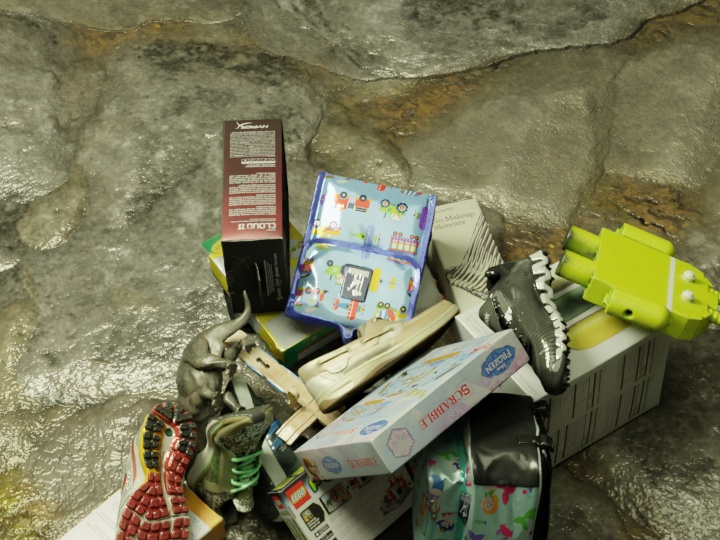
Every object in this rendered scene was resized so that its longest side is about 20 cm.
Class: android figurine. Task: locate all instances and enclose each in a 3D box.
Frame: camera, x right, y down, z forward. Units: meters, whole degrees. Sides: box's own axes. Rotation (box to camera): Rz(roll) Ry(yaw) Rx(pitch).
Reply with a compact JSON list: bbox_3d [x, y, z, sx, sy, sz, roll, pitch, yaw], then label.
[{"bbox_3d":[0.317,0.012,1.538,0.198,0.041,0.182,23,32,5],"label":"android figurine"}]

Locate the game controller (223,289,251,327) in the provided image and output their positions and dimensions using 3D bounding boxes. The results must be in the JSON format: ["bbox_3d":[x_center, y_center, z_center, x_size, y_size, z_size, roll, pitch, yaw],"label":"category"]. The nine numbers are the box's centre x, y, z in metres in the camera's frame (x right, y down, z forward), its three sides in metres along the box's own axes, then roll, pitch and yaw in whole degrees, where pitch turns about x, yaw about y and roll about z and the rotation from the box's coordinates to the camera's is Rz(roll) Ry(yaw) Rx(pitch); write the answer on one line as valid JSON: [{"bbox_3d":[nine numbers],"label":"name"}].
[{"bbox_3d":[-0.076,0.018,1.770,0.198,0.043,0.105,-11,33,-8],"label":"game controller"}]

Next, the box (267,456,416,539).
[{"bbox_3d":[0.006,0.231,1.524,0.199,0.035,0.111,-35,96,-27],"label":"box"}]

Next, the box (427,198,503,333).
[{"bbox_3d":[0.138,0.006,1.741,0.081,0.069,0.201,-13,49,-9],"label":"box"}]

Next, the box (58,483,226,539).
[{"bbox_3d":[-0.258,0.310,1.506,0.119,0.042,0.200,34,60,29],"label":"box"}]

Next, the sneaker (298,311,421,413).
[{"bbox_3d":[0.019,0.124,1.651,0.199,0.075,0.082,-32,66,-15],"label":"sneaker"}]

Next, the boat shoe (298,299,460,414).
[{"bbox_3d":[0.023,0.082,1.550,0.199,0.072,0.065,-33,75,-15],"label":"boat shoe"}]

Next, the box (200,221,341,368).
[{"bbox_3d":[-0.103,0.015,1.710,0.117,0.049,0.200,-29,62,-18],"label":"box"}]

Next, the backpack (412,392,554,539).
[{"bbox_3d":[0.128,0.247,1.429,0.149,0.202,0.178,-3,23,4],"label":"backpack"}]

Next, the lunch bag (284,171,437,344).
[{"bbox_3d":[0.000,0.000,1.654,0.149,0.094,0.202,11,59,4],"label":"lunch bag"}]

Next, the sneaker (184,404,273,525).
[{"bbox_3d":[-0.128,0.214,1.498,0.076,0.201,0.089,-15,64,-30],"label":"sneaker"}]

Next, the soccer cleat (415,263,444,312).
[{"bbox_3d":[0.044,-0.020,1.759,0.077,0.069,0.201,12,40,-35],"label":"soccer cleat"}]

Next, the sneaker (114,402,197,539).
[{"bbox_3d":[-0.224,0.249,1.492,0.077,0.082,0.202,20,60,-18],"label":"sneaker"}]

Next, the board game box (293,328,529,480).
[{"bbox_3d":[0.050,0.142,1.431,0.199,0.200,0.041,-35,96,-26],"label":"board game box"}]

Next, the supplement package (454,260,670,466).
[{"bbox_3d":[0.230,0.104,1.590,0.199,0.152,0.152,-26,51,-20],"label":"supplement package"}]

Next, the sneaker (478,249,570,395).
[{"bbox_3d":[0.175,0.060,1.489,0.089,0.067,0.201,-7,43,2],"label":"sneaker"}]

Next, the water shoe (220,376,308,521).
[{"bbox_3d":[-0.102,0.206,1.586,0.078,0.072,0.201,1,43,-31],"label":"water shoe"}]

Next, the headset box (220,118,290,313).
[{"bbox_3d":[-0.123,-0.056,1.641,0.074,0.149,0.202,-2,54,-1],"label":"headset box"}]

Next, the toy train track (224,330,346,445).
[{"bbox_3d":[-0.081,0.125,1.583,0.199,0.033,0.115,35,58,23],"label":"toy train track"}]

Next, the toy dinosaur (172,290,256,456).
[{"bbox_3d":[-0.176,0.117,1.571,0.101,0.077,0.203,5,85,34],"label":"toy dinosaur"}]
